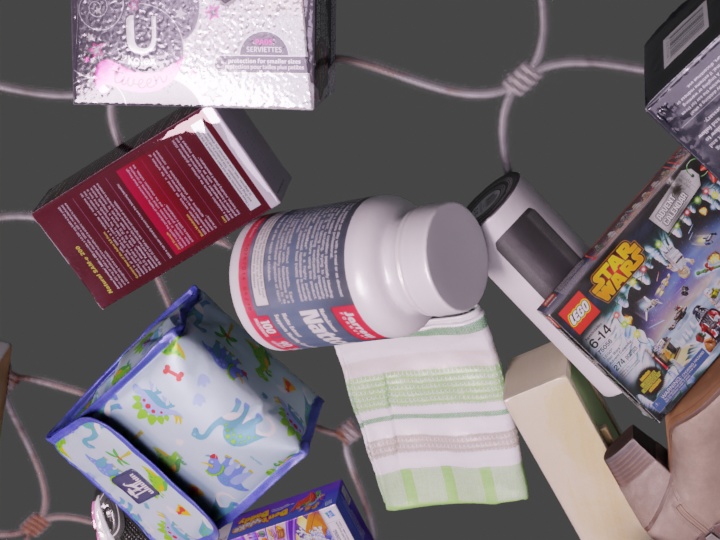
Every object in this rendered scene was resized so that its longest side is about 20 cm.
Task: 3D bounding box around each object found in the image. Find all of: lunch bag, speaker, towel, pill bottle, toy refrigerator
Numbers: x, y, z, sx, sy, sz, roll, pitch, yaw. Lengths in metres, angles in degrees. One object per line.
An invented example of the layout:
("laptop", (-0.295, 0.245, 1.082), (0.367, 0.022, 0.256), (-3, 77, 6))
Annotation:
("lunch bag", (-0.162, 0.146, 1.724), (0.170, 0.128, 0.200), (44, 114, -11))
("speaker", (0.172, 0.013, 1.636), (0.081, 0.081, 0.200), (-38, 105, 23))
("towel", (0.063, 0.127, 1.724), (0.148, 0.031, 0.201), (-6, 115, 22))
("pill bottle", (0.000, 0.000, 1.598), (0.199, 0.120, 0.120), (-8, 117, 38))
("toy refrigerator", (0.203, 0.165, 1.707), (0.070, 0.076, 0.201), (-23, 110, 18))

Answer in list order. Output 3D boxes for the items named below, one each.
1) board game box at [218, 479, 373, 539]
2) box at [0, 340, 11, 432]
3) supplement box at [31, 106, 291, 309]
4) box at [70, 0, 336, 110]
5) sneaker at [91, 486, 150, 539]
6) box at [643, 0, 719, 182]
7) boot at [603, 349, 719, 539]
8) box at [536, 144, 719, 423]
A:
("board game box", (-0.038, 0.310, 1.832), (0.134, 0.045, 0.201), (-20, 111, 17))
("box", (-0.399, 0.163, 1.728), (0.106, 0.200, 0.153), (13, 118, 2))
("supplement box", (-0.172, -0.064, 1.661), (0.199, 0.061, 0.109), (-29, 107, 19))
("box", (-0.125, -0.198, 1.543), (0.198, 0.115, 0.133), (2, 103, 8))
("sneaker", (-0.180, 0.267, 1.826), (0.086, 0.080, 0.201), (-29, 117, 7))
("box", (0.325, -0.121, 1.509), (0.200, 0.148, 0.104), (41, 114, -13))
("boot", (0.309, 0.162, 1.629), (0.146, 0.070, 0.200), (41, 124, -10))
("box", (0.262, 0.006, 1.593), (0.137, 0.040, 0.200), (42, 87, -12))
